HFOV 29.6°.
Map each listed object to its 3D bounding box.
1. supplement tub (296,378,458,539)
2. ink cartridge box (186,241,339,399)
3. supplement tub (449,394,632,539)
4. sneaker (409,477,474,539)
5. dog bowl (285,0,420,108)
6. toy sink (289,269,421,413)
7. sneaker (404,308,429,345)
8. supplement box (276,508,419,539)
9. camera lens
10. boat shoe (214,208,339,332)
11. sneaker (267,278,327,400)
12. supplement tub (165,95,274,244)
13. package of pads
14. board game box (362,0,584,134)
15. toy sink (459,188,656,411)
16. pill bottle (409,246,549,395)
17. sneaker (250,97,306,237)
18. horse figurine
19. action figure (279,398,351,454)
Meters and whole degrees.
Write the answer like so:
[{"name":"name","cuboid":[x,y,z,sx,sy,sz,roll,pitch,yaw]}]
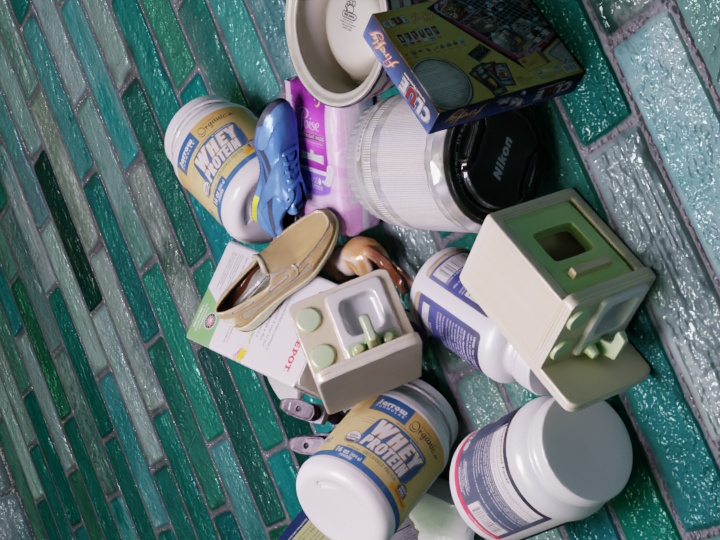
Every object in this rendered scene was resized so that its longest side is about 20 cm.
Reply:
[{"name":"supplement tub","cuboid":[0.025,0.244,1.750,0.143,0.200,0.146,23,136,24]},{"name":"ink cartridge box","cuboid":[-0.113,0.066,1.827,0.198,0.084,0.146,21,83,32]},{"name":"supplement tub","cuboid":[0.203,0.225,1.556,0.200,0.139,0.142,-39,73,56]},{"name":"sneaker","cuboid":[0.077,0.332,1.851,0.199,0.073,0.117,21,118,45]},{"name":"dog bowl","cuboid":[-0.005,-0.301,1.656,0.199,0.073,0.203,14,108,49]},{"name":"toy sink","cuboid":[-0.006,0.080,1.628,0.200,0.129,0.113,78,169,-74]},{"name":"sneaker","cuboid":[0.009,0.107,1.817,0.075,0.088,0.199,36,155,-20]},{"name":"supplement box","cuboid":[-0.002,0.426,1.965,0.201,0.133,0.200,58,146,18]},{"name":"camera lens","cuboid":[0.096,-0.125,1.530,0.199,0.159,0.162,6,110,55]},{"name":"boat shoe","cuboid":[-0.109,-0.004,1.751,0.200,0.076,0.072,-49,58,6]},{"name":"sneaker","cuboid":[-0.078,0.090,1.928,0.074,0.117,0.203,-34,62,47]},{"name":"supplement tub","cuboid":[-0.176,-0.146,1.930,0.200,0.143,0.146,43,138,37]},{"name":"package of pads","cuboid":[-0.035,-0.155,1.792,0.120,0.075,0.203,21,122,46]},{"name":"board game box","cuboid":[0.118,-0.224,1.412,0.136,0.198,0.035,58,146,21]},{"name":"toy sink","cuboid":[0.223,0.026,1.440,0.201,0.129,0.113,53,143,28]},{"name":"pill bottle","cuboid":[0.156,0.061,1.574,0.199,0.110,0.112,35,133,44]},{"name":"sneaker","cuboid":[-0.095,-0.127,1.775,0.078,0.066,0.202,34,135,32]},{"name":"horse figurine","cuboid":[0.000,0.000,1.798,0.133,0.050,0.199,49,155,-18]},{"name":"action figure","cuboid":[-0.033,0.213,1.872,0.069,0.199,0.132,-4,81,26]}]
